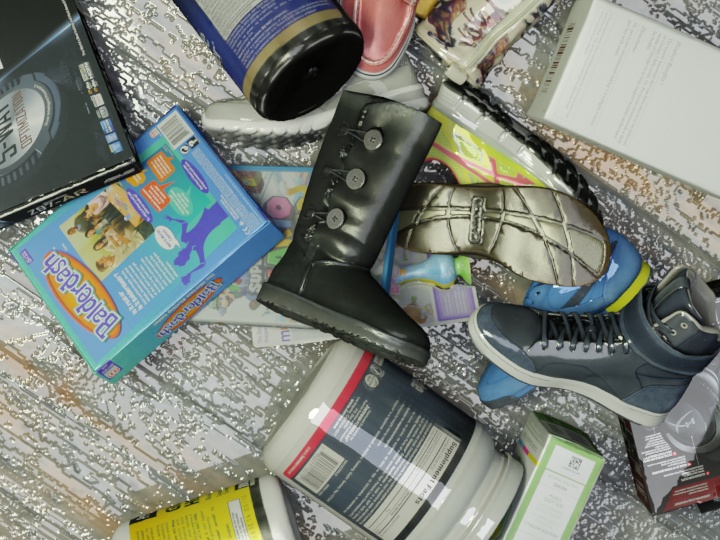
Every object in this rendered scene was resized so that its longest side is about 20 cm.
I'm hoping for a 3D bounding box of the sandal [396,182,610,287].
[{"bbox_3d":[0.120,-0.034,1.607,0.199,0.055,0.082,6,92,18],"label":"sandal"}]

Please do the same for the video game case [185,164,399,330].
[{"bbox_3d":[-0.067,-0.021,1.615,0.199,0.018,0.144,2,75,19],"label":"video game case"}]

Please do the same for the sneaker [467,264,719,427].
[{"bbox_3d":[0.204,0.042,1.552,0.201,0.077,0.146,20,135,-16],"label":"sneaker"}]

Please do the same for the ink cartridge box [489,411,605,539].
[{"bbox_3d":[0.147,0.235,1.668,0.059,0.104,0.201,23,95,-5],"label":"ink cartridge box"}]

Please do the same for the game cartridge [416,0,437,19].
[{"bbox_3d":[0.028,-0.342,1.637,0.176,0.032,0.201,30,97,-5],"label":"game cartridge"}]

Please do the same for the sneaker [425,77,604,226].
[{"bbox_3d":[0.130,-0.079,1.655,0.200,0.078,0.090,39,108,-4],"label":"sneaker"}]

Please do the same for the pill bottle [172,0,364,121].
[{"bbox_3d":[-0.094,-0.233,1.575,0.112,0.112,0.200,-38,70,2],"label":"pill bottle"}]

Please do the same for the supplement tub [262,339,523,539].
[{"bbox_3d":[0.028,0.165,1.634,0.200,0.140,0.141,35,94,-3],"label":"supplement tub"}]

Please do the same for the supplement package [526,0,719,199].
[{"bbox_3d":[0.263,-0.147,1.623,0.199,0.117,0.117,23,94,-4],"label":"supplement package"}]

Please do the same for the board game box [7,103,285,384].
[{"bbox_3d":[-0.188,-0.023,1.621,0.200,0.045,0.152,-40,65,2],"label":"board game box"}]

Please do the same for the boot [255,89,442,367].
[{"bbox_3d":[0.021,-0.038,1.547,0.164,0.066,0.201,22,81,22],"label":"boot"}]

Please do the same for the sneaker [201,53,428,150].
[{"bbox_3d":[-0.044,-0.157,1.642,0.199,0.075,0.082,-11,84,-9],"label":"sneaker"}]

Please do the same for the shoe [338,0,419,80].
[{"bbox_3d":[0.026,-0.263,1.572,0.071,0.091,0.201,12,89,-7],"label":"shoe"}]

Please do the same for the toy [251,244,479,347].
[{"bbox_3d":[0.000,0.000,1.634,0.199,0.116,0.047,-5,140,-4],"label":"toy"}]

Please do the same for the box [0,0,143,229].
[{"bbox_3d":[-0.298,-0.150,1.612,0.160,0.044,0.201,-21,81,0],"label":"box"}]

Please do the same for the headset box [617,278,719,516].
[{"bbox_3d":[0.307,0.119,1.676,0.148,0.077,0.201,-16,98,0],"label":"headset box"}]

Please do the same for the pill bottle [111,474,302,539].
[{"bbox_3d":[-0.151,0.262,1.655,0.199,0.112,0.113,-18,97,-1],"label":"pill bottle"}]

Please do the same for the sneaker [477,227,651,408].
[{"bbox_3d":[0.163,0.037,1.647,0.078,0.066,0.200,38,111,-19],"label":"sneaker"}]

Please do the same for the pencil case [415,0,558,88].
[{"bbox_3d":[0.139,-0.245,1.620,0.200,0.089,0.078,-43,112,3],"label":"pencil case"}]
